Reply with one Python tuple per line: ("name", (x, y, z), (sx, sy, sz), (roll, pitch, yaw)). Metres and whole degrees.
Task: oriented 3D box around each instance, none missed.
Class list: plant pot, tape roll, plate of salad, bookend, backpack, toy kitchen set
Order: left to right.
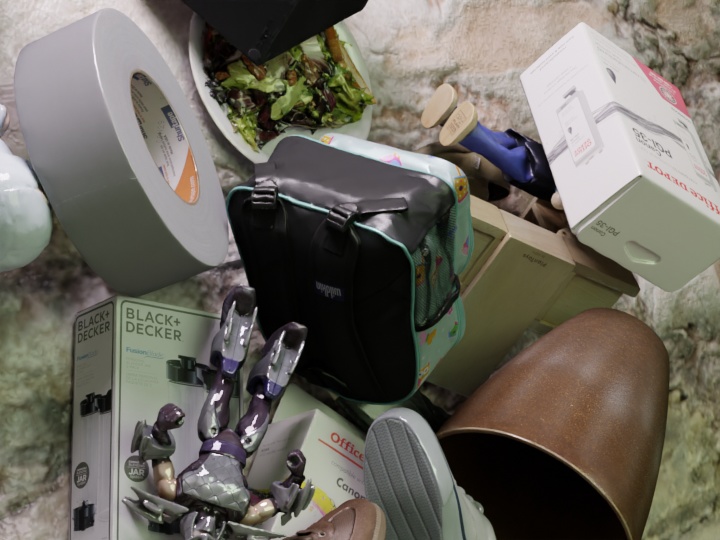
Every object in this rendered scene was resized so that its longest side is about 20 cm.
("tape roll", (-0.168, -0.084, 1.032), (0.200, 0.066, 0.201), (-22, 90, -78))
("bookend", (-0.092, -0.293, 1.210), (0.200, 0.092, 0.199), (41, 35, 5))
("plate of salad", (-0.060, -0.175, 1.242), (0.200, 0.048, 0.201), (16, 65, -37))
("backpack", (0.000, 0.000, 1.124), (0.153, 0.175, 0.200), (-46, 142, -45))
("toy kitchen set", (0.107, -0.004, 1.309), (0.200, 0.163, 0.181), (22, 28, -25))
("plant pot", (0.174, 0.128, 1.178), (0.187, 0.187, 0.200), (50, 52, -16))

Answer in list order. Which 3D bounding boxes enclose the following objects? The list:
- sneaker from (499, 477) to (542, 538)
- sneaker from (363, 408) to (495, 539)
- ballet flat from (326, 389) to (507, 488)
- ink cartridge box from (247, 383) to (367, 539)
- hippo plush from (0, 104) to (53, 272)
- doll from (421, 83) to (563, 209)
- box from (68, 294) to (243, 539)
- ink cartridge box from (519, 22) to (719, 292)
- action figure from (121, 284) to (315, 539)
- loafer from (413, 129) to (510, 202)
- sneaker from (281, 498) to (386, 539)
("sneaker", (0.160, 0.180, 1.304), (0.200, 0.073, 0.071), (-61, 141, -38))
("sneaker", (0.060, 0.193, 1.104), (0.071, 0.073, 0.200), (-35, 112, -53))
("ballet flat", (0.039, 0.133, 1.225), (0.200, 0.057, 0.067), (37, 60, -18))
("ink cartridge box", (-0.030, 0.191, 1.119), (0.116, 0.067, 0.200), (37, 53, -26))
("hippo plush", (-0.299, -0.038, 0.944), (0.200, 0.160, 0.161), (37, 16, 28))
("doll", (0.150, -0.094, 1.270), (0.200, 0.049, 0.136), (24, 17, -34))
("box", (-0.148, 0.127, 1.044), (0.116, 0.060, 0.200), (14, 65, -38))
("ink cartridge box", (0.234, -0.099, 1.250), (0.146, 0.083, 0.200), (26, 37, -35))
("action figure", (-0.093, 0.115, 1.004), (0.130, 0.069, 0.200), (26, 52, -18))
("loafer", (0.079, -0.079, 1.311), (0.200, 0.076, 0.068), (-23, 84, -44))
("sneaker", (-0.053, 0.220, 0.998), (0.076, 0.070, 0.200), (50, 50, -15))
